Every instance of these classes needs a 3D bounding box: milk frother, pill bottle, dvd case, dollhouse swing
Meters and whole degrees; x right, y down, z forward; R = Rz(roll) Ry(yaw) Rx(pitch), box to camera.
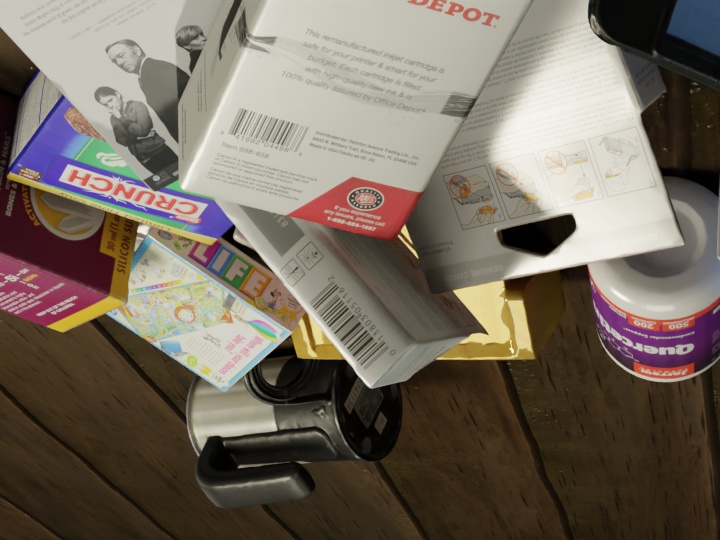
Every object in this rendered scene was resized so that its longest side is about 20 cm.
[{"bbox_3d":[-0.093,0.113,1.655,0.188,0.180,0.200,-9,109,33],"label":"milk frother"},{"bbox_3d":[0.235,0.016,1.318,0.112,0.113,0.200,2,156,12],"label":"pill bottle"},{"bbox_3d":[-0.123,-0.147,1.037,0.150,0.025,0.200,-26,131,16],"label":"dvd case"},{"bbox_3d":[0.048,-0.025,1.380,0.200,0.176,0.182,-1,-163,19],"label":"dollhouse swing"}]

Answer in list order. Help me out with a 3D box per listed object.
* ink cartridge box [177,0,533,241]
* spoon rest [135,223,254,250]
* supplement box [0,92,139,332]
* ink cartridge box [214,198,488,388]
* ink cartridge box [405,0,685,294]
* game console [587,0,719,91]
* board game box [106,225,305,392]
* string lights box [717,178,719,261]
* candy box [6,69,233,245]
[{"bbox_3d":[-0.008,-0.127,0.997,0.144,0.084,0.200,13,132,-20],"label":"ink cartridge box"},{"bbox_3d":[-0.137,-0.044,1.381,0.099,0.061,0.200,29,162,-39],"label":"spoon rest"},{"bbox_3d":[-0.275,-0.052,1.292,0.200,0.131,0.103,23,151,-34],"label":"supplement box"},{"bbox_3d":[0.000,0.000,1.144,0.047,0.160,0.200,-43,168,12],"label":"ink cartridge box"},{"bbox_3d":[0.098,-0.086,1.073,0.200,0.045,0.176,-12,108,39],"label":"ink cartridge box"},{"bbox_3d":[0.247,-0.170,0.883,0.200,0.171,0.118,18,-179,-23],"label":"game console"},{"bbox_3d":[-0.131,0.027,1.381,0.134,0.034,0.200,35,154,-7],"label":"board game box"},{"bbox_3d":[0.310,-0.015,1.233,0.059,0.103,0.200,-3,155,24],"label":"string lights box"},{"bbox_3d":[-0.139,-0.105,1.192,0.169,0.077,0.200,17,155,-21],"label":"candy box"}]
